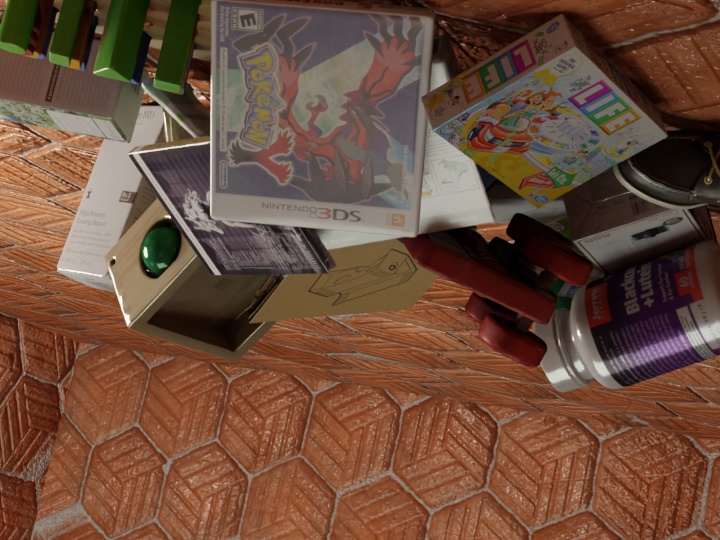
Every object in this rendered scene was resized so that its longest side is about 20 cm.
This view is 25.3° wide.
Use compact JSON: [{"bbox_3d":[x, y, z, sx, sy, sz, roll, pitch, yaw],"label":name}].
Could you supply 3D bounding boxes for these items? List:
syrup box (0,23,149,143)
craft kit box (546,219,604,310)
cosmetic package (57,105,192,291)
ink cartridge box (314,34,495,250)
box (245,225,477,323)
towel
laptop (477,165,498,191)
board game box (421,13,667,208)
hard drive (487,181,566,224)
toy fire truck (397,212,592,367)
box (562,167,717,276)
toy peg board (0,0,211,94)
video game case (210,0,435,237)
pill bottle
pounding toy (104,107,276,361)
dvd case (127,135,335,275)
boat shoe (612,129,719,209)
[{"bbox_3d":[-0.321,-0.191,1.596,0.198,0.082,0.079,11,167,8],"label":"syrup box"},{"bbox_3d":[0.264,0.010,1.764,0.198,0.049,0.198,11,-156,8],"label":"craft kit box"},{"bbox_3d":[-0.248,-0.078,1.758,0.101,0.202,0.074,6,165,44],"label":"cosmetic package"},{"bbox_3d":[0.006,-0.106,1.400,0.198,0.044,0.174,-9,130,18],"label":"ink cartridge box"},{"bbox_3d":[0.000,0.000,1.638,0.198,0.021,0.164,-4,152,-31],"label":"box"},{"bbox_3d":[-0.120,-0.116,1.564,0.200,0.023,0.153,43,-172,0],"label":"towel"},{"bbox_3d":[0.133,-0.100,1.471,0.199,0.104,0.177,14,173,37],"label":"laptop"},{"bbox_3d":[0.156,-0.127,1.328,0.134,0.034,0.200,-30,150,21],"label":"board game box"},{"bbox_3d":[0.136,-0.072,1.685,0.198,0.026,0.132,1,172,-24],"label":"hard drive"},{"bbox_3d":[0.113,-0.007,1.517,0.167,0.113,0.200,27,-170,-12],"label":"toy fire truck"},{"bbox_3d":[0.282,-0.045,1.598,0.116,0.061,0.200,-18,158,18],"label":"box"},{"bbox_3d":[-0.223,-0.202,1.384,0.198,0.099,0.199,14,169,-6],"label":"toy peg board"},{"bbox_3d":[-0.035,-0.126,1.329,0.180,0.202,0.023,5,-151,3],"label":"video game case"},{"bbox_3d":[0.279,0.053,1.605,0.199,0.112,0.111,-22,154,24],"label":"pill bottle"},{"bbox_3d":[-0.163,-0.036,1.662,0.199,0.143,0.184,22,123,-44],"label":"pounding toy"},{"bbox_3d":[-0.120,-0.058,1.467,0.199,0.016,0.149,-2,128,53],"label":"dvd case"},{"bbox_3d":[0.324,-0.090,1.415,0.199,0.072,0.061,8,166,-12],"label":"boat shoe"}]
